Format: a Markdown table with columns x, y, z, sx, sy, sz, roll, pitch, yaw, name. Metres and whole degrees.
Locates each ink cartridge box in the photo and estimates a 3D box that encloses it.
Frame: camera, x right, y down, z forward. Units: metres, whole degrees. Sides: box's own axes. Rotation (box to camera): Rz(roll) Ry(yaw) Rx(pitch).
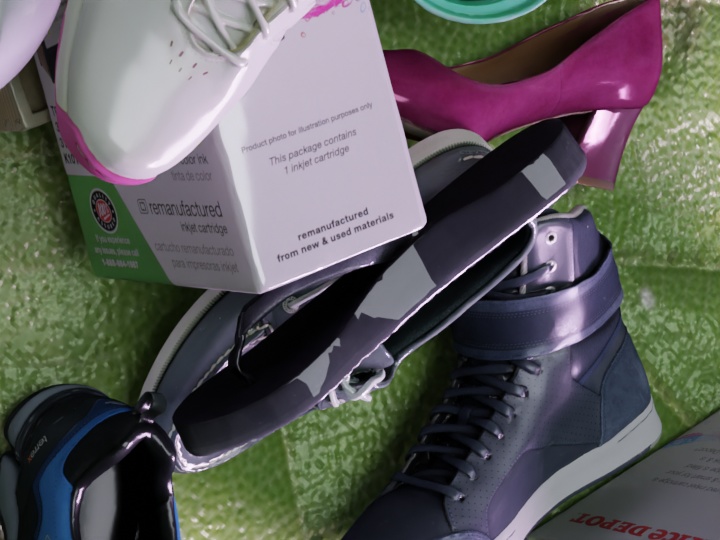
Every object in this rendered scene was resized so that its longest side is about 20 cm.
| x | y | z | sx | sy | sz | roll | pitch | yaw | name |
| --- | --- | --- | --- | --- | --- | --- | --- | --- | --- |
| 0.200 | 0.124 | 1.199 | 0.199 | 0.144 | 0.085 | -28 | 108 | -29 | ink cartridge box |
| -0.066 | -0.101 | 0.985 | 0.084 | 0.145 | 0.201 | -21 | 103 | -29 | ink cartridge box |

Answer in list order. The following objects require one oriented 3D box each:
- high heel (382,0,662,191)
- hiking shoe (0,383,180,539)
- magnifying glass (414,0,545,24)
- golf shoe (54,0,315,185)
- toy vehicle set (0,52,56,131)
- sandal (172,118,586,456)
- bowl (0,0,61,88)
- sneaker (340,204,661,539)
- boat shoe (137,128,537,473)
| x | y | z | sx | sy | sz | roll | pitch | yaw | name |
| --- | --- | --- | --- | --- | --- | --- | --- | --- | --- |
| 0.058 | -0.100 | 1.144 | 0.199 | 0.067 | 0.097 | 11 | 96 | -47 | high heel |
| -0.113 | 0.148 | 1.032 | 0.074 | 0.087 | 0.202 | -3 | 93 | -32 | hiking shoe |
| 0.005 | -0.164 | 1.086 | 0.199 | 0.022 | 0.080 | 22 | 116 | -23 | magnifying glass |
| -0.034 | -0.118 | 0.867 | 0.075 | 0.091 | 0.201 | 36 | 77 | -27 | golf shoe |
| -0.084 | -0.151 | 1.074 | 0.199 | 0.026 | 0.125 | -25 | 105 | -29 | toy vehicle set |
| 0.000 | 0.000 | 1.020 | 0.200 | 0.076 | 0.043 | -40 | 105 | -7 | sandal |
| -0.168 | -0.145 | 0.930 | 0.090 | 0.200 | 0.202 | -26 | 106 | -42 | bowl |
| 0.047 | 0.050 | 1.129 | 0.202 | 0.077 | 0.147 | -34 | 121 | -37 | sneaker |
| -0.010 | 0.022 | 1.076 | 0.200 | 0.062 | 0.073 | -40 | 137 | -4 | boat shoe |
